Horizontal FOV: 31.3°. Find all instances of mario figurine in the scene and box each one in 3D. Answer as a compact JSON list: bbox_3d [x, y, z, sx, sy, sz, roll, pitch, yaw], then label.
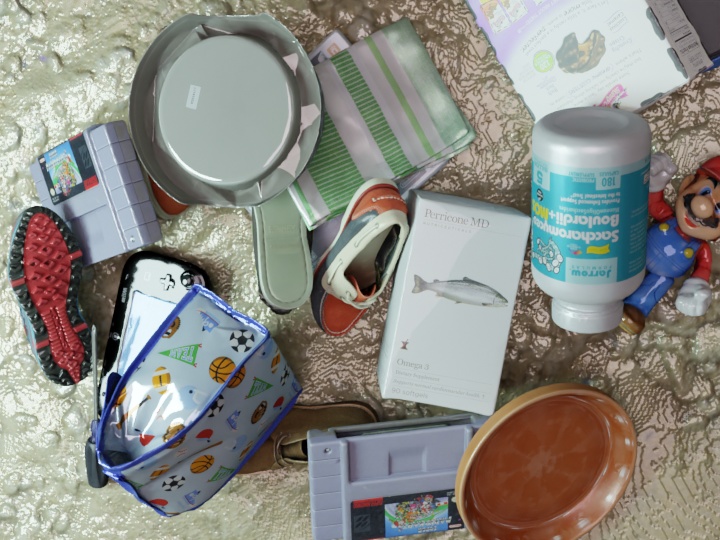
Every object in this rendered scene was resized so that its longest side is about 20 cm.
[{"bbox_3d":[0.308,-0.034,1.267,0.123,0.106,0.200,35,107,-21],"label":"mario figurine"}]

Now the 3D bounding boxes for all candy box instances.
[{"bbox_3d":[0.216,-0.238,1.244,0.167,0.071,0.201,-29,91,40],"label":"candy box"}]

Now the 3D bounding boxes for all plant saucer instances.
[{"bbox_3d":[0.187,0.201,1.309,0.198,0.032,0.202,-9,119,-17],"label":"plant saucer"}]

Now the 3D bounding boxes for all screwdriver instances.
[{"bbox_3d":[-0.285,0.148,1.398,0.028,0.029,0.202,19,114,29],"label":"screwdriver"}]

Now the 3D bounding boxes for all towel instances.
[{"bbox_3d":[-0.001,-0.150,1.304,0.199,0.023,0.153,-29,84,-10],"label":"towel"}]

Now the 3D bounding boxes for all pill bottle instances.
[{"bbox_3d":[0.217,-0.045,1.215,0.110,0.111,0.202,0,115,9],"label":"pill bottle"}]

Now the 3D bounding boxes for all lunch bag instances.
[{"bbox_3d":[-0.172,0.142,1.293,0.123,0.170,0.201,30,74,24],"label":"lunch bag"}]

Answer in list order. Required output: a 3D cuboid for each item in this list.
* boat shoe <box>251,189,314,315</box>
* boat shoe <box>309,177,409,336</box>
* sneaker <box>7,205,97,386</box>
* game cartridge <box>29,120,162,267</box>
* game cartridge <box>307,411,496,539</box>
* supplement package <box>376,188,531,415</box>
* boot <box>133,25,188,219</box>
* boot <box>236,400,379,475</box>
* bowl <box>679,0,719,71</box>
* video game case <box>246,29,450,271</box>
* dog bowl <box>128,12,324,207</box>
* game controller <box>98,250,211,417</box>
[{"bbox_3d":[-0.081,-0.056,1.321,0.071,0.061,0.203,4,77,-10],"label":"boat shoe"},{"bbox_3d":[0.000,0.000,1.303,0.071,0.063,0.201,2,133,-25],"label":"boat shoe"},{"bbox_3d":[-0.342,0.022,1.367,0.079,0.095,0.202,-17,118,-29],"label":"sneaker"},{"bbox_3d":[-0.280,-0.074,1.330,0.199,0.038,0.131,-14,99,54],"label":"game cartridge"},{"bbox_3d":[0.047,0.215,1.322,0.198,0.038,0.131,-6,115,-7],"label":"game cartridge"},{"bbox_3d":[0.091,0.029,1.296,0.116,0.117,0.202,9,98,-3],"label":"supplement package"},{"bbox_3d":[-0.171,-0.149,1.331,0.106,0.075,0.202,11,96,27],"label":"boot"},{"bbox_3d":[-0.082,0.182,1.370,0.198,0.075,0.074,-12,96,11],"label":"boot"},{"bbox_3d":[0.315,-0.294,1.273,0.198,0.039,0.203,1,97,9],"label":"bowl"},{"bbox_3d":[-0.037,-0.118,1.355,0.200,0.023,0.182,-42,89,11],"label":"video game case"},{"bbox_3d":[-0.125,-0.156,1.258,0.198,0.059,0.202,1,92,15],"label":"dog bowl"},{"bbox_3d":[-0.226,0.082,1.398,0.103,0.042,0.202,14,98,7],"label":"game controller"}]
